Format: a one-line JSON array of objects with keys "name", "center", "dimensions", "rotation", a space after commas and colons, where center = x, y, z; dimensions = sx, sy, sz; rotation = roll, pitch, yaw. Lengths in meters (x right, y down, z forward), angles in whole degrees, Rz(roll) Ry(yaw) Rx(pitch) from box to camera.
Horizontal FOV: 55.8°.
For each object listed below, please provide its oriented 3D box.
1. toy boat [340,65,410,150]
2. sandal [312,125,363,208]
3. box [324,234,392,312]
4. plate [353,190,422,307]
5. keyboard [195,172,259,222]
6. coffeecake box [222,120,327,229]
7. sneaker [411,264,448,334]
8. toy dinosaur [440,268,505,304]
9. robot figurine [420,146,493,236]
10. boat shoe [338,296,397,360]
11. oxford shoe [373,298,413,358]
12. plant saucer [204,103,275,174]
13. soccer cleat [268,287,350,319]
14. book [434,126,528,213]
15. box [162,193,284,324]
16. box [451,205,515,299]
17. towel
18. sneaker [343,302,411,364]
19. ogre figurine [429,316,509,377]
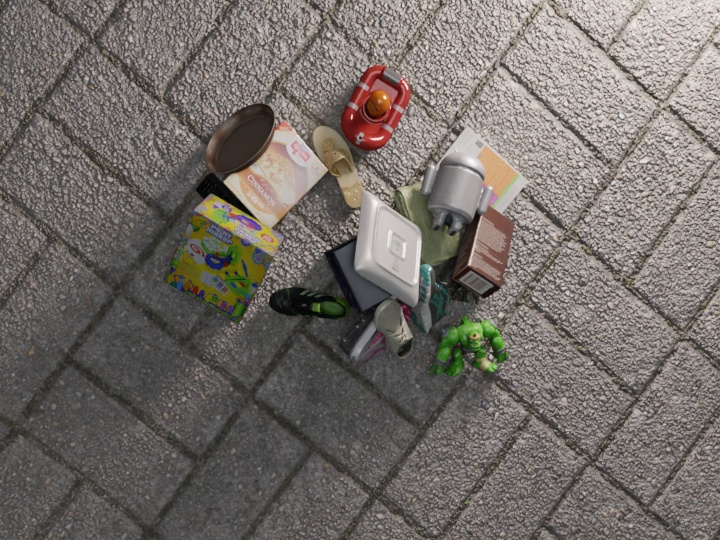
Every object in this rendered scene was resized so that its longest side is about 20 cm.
[{"name": "toy boat", "center": [0.037, -0.380, 1.580], "dimensions": [0.128, 0.131, 0.203], "rotation": [28, 89, -5]}, {"name": "sandal", "center": [-0.045, -0.250, 1.607], "dimensions": [0.076, 0.070, 0.216], "rotation": [-26, 94, -6]}, {"name": "box", "center": [0.000, 0.000, 1.554], "dimensions": [0.103, 0.200, 0.151], "rotation": [-27, 94, -7]}, {"name": "plate", "center": [0.072, -0.049, 1.471], "dimensions": [0.198, 0.032, 0.205], "rotation": [32, 53, -36]}, {"name": "keyboard", "center": [-0.307, -0.121, 1.575], "dimensions": [0.200, 0.040, 0.104], "rotation": [47, 130, -7]}, {"name": "coffeecake box", "center": [-0.198, -0.220, 1.585], "dimensions": [0.200, 0.073, 0.154], "rotation": [-45, 103, -3]}, {"name": "sneaker", "center": [0.167, 0.054, 1.606], "dimensions": [0.090, 0.203, 0.078], "rotation": [-27, 50, -21]}, {"name": "toy dinosaur", "center": [0.254, 0.024, 1.630], "dimensions": [0.196, 0.076, 0.105], "rotation": [11, 89, -31]}, {"name": "robot figurine", "center": [0.223, -0.186, 1.574], "dimensions": [0.166, 0.113, 0.205], "rotation": [18, 80, -4]}, {"name": "boat shoe", "center": [0.019, 0.113, 1.564], "dimensions": [0.065, 0.070, 0.202], "rotation": [30, 67, 13]}, {"name": "oxford shoe", "center": [0.080, 0.133, 1.530], "dimensions": [0.075, 0.202, 0.058], "rotation": [-38, 52, -13]}, {"name": "plant saucer", "center": [-0.268, -0.293, 1.548], "dimensions": [0.200, 0.200, 0.032], "rotation": [-45, 134, -2]}, {"name": "soccer cleat", "center": [-0.120, 0.079, 1.606], "dimensions": [0.194, 0.081, 0.070], "rotation": [7, 91, -4]}, {"name": "book", "center": [0.289, -0.230, 1.654], "dimensions": [0.199, 0.048, 0.134], "rotation": [41, 92, -5]}, {"name": "box", "center": [-0.306, -0.027, 1.534], "dimensions": [0.197, 0.123, 0.195], "rotation": [30, 113, -6]}, {"name": "box", "center": [0.287, -0.048, 1.585], "dimensions": [0.099, 0.075, 0.203], "rotation": [31, 55, -12]}, {"name": "towel", "center": [0.165, -0.116, 1.623], "dimensions": [0.146, 0.036, 0.205], "rotation": [-21, 92, -32]}, {"name": "sneaker", "center": [0.037, 0.150, 1.631], "dimensions": [0.198, 0.089, 0.082], "rotation": [-32, 65, -22]}, {"name": "ogre figurine", "center": [0.262, 0.184, 1.645], "dimensions": [0.194, 0.098, 0.123], "rotation": [-3, 111, 10]}]
